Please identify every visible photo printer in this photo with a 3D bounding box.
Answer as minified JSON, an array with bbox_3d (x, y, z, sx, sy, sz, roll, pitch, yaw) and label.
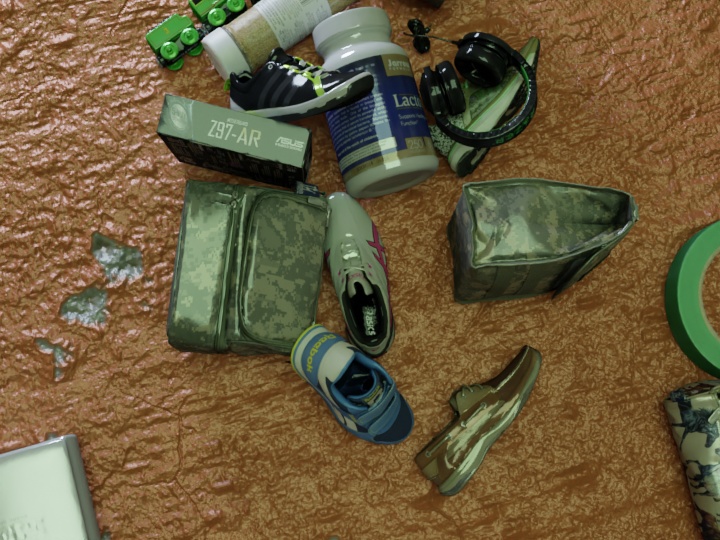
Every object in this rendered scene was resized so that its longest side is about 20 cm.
[{"bbox_3d":[-0.372,0.300,1.210,0.164,0.069,0.202,-14,83,-6],"label":"photo printer"}]

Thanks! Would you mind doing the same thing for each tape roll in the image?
[{"bbox_3d":[0.470,0.034,1.321,0.198,0.048,0.203,0,82,-4],"label":"tape roll"}]

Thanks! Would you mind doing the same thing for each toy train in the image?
[{"bbox_3d":[-0.174,-0.318,1.332,0.199,0.042,0.057,-38,75,-8],"label":"toy train"}]

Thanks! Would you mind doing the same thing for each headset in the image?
[{"bbox_3d":[0.121,-0.224,1.285,0.123,0.094,0.200,-38,68,-5],"label":"headset"}]

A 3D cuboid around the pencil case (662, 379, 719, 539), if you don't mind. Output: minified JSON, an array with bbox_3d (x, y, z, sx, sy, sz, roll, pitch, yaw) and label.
[{"bbox_3d":[0.414,0.228,1.267,0.077,0.089,0.202,-14,84,-6],"label":"pencil case"}]

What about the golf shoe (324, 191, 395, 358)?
[{"bbox_3d":[0.000,0.000,1.270,0.072,0.092,0.202,-16,82,-4],"label":"golf shoe"}]

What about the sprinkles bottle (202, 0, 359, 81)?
[{"bbox_3d":[-0.092,-0.303,1.319,0.199,0.068,0.069,-36,85,-8],"label":"sprinkles bottle"}]

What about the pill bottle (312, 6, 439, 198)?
[{"bbox_3d":[0.013,-0.196,1.287,0.114,0.116,0.202,-15,83,-6],"label":"pill bottle"}]

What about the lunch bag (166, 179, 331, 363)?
[{"bbox_3d":[-0.123,0.000,1.238,0.166,0.139,0.203,7,80,-5],"label":"lunch bag"}]

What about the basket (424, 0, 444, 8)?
[{"bbox_3d":[0.046,-0.420,1.315,0.199,0.136,0.181,34,48,-5],"label":"basket"}]

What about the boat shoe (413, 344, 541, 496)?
[{"bbox_3d":[0.136,0.163,1.266,0.072,0.076,0.201,37,79,4],"label":"boat shoe"}]

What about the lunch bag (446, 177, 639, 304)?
[{"bbox_3d":[0.207,-0.033,1.252,0.197,0.164,0.119,-5,76,-4],"label":"lunch bag"}]

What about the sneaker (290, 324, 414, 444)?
[{"bbox_3d":[0.005,0.141,1.216,0.200,0.082,0.074,44,73,-38],"label":"sneaker"}]

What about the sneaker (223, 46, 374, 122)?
[{"bbox_3d":[-0.079,-0.210,1.227,0.198,0.072,0.084,-8,101,33],"label":"sneaker"}]

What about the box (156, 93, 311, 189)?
[{"bbox_3d":[-0.134,-0.138,1.224,0.158,0.200,0.044,14,86,-1],"label":"box"}]

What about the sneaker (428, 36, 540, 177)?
[{"bbox_3d":[0.146,-0.214,1.326,0.088,0.077,0.201,34,77,13],"label":"sneaker"}]
